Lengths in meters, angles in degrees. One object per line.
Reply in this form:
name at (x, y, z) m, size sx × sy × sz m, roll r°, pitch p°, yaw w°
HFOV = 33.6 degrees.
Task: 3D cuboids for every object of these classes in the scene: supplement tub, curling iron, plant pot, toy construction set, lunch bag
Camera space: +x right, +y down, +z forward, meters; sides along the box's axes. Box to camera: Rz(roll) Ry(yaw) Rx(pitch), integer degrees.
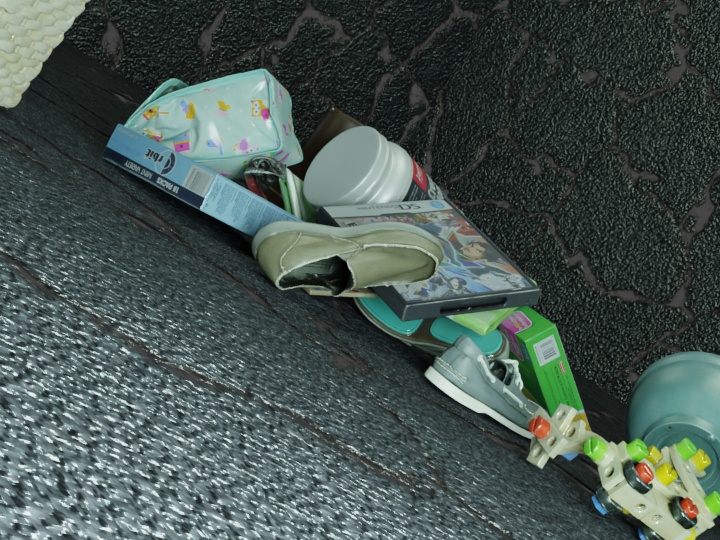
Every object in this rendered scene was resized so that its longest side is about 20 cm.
supplement tub at (0.035, -0.075, 1.531) m, size 0.200 × 0.141 × 0.140 m, roll 43°, pitch -3°, yaw -36°
curling iron at (-0.113, -0.081, 1.460) m, size 0.049 × 0.026 × 0.200 m, roll 2°, pitch -26°, yaw -1°
plant pot at (-0.033, -0.116, 1.742) m, size 0.200 × 0.199 × 0.200 m, roll 32°, pitch 4°, yaw -3°
toy construction set at (0.247, 0.182, 1.083) m, size 0.199 × 0.092 × 0.131 m, roll 24°, pitch 31°, yaw -16°
plant pot at (0.448, 0.228, 1.616) m, size 0.200 × 0.201 × 0.134 m, roll 33°, pitch 31°, yaw 10°
lunch bag at (-0.185, -0.169, 1.469) m, size 0.198 × 0.123 × 0.170 m, roll -11°, pitch -2°, yaw 7°

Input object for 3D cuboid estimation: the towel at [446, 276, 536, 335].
towel at (0.084, 0.006, 1.349) m, size 0.199 × 0.031 × 0.149 m, roll 28°, pitch 33°, yaw 21°

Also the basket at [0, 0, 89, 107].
basket at (-0.361, -0.273, 1.081) m, size 0.160 × 0.199 × 0.200 m, roll 37°, pitch 4°, yaw 8°

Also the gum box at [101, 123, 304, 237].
gum box at (-0.159, -0.082, 1.314) m, size 0.169 × 0.045 × 0.200 m, roll 27°, pitch -1°, yaw 36°

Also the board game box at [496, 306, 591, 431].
board game box at (0.189, 0.104, 1.400) m, size 0.154 × 0.040 × 0.200 m, roll 68°, pitch -11°, yaw -22°

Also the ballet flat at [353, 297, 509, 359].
ballet flat at (0.078, 0.071, 1.371) m, size 0.199 × 0.068 × 0.064 m, roll 24°, pitch -32°, yaw 22°

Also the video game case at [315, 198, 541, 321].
video game case at (0.073, -0.017, 1.327) m, size 0.180 × 0.026 × 0.200 m, roll -5°, pitch 36°, yaw -32°

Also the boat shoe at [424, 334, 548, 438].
boat shoe at (0.146, 0.122, 1.239) m, size 0.200 × 0.062 × 0.073 m, roll 29°, pitch 5°, yaw -44°

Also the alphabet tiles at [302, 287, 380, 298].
alphabet tiles at (0.000, 0.000, 1.379) m, size 0.199 × 0.008 × 0.167 m, roll 3°, pitch 18°, yaw -27°

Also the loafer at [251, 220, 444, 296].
loafer at (-0.009, -0.002, 1.191) m, size 0.198 × 0.075 × 0.070 m, roll 0°, pitch 49°, yaw -17°

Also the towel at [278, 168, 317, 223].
towel at (-0.030, -0.038, 1.558) m, size 0.200 × 0.023 × 0.153 m, roll 30°, pitch 37°, yaw -49°
